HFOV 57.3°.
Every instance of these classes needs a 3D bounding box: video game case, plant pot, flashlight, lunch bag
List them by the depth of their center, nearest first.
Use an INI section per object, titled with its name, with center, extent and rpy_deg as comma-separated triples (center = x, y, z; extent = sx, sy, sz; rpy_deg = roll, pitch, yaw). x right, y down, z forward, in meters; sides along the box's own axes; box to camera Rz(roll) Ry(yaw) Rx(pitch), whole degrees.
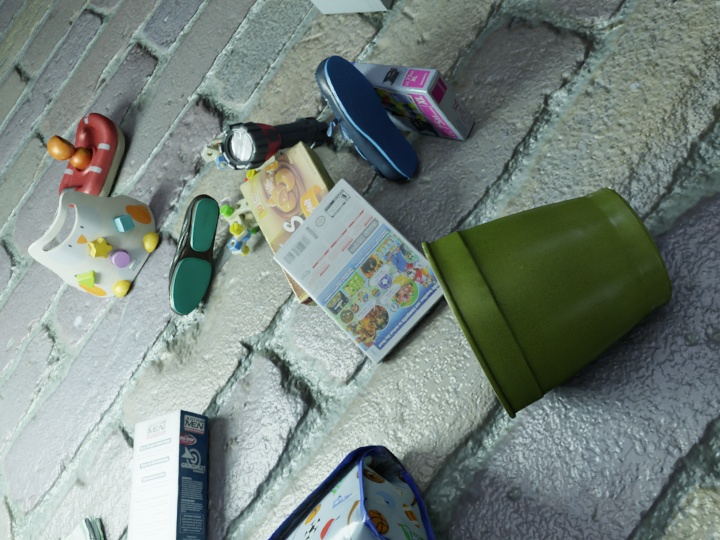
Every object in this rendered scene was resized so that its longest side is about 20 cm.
[plant pot]
center = 0.193, 0.015, 0.669
extent = 0.192, 0.200, 0.201
rpy_deg = -28, 55, 9
[lunch bag]
center = -0.017, 0.290, 0.701
extent = 0.170, 0.124, 0.200
rpy_deg = -49, 8, 8
[video game case]
center = 0.000, 0.000, 0.853
extent = 0.200, 0.018, 0.143
rpy_deg = 45, 100, 13
[flashlight]
center = -0.125, -0.192, 0.976
extent = 0.068, 0.200, 0.068
rpy_deg = 28, 115, 15

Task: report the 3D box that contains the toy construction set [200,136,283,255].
[toy construction set]
center = -0.180, -0.135, 1.060
extent = 0.131, 0.092, 0.201
rpy_deg = -32, 65, 20

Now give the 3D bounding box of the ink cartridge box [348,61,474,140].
[ink cartridge box]
center = 0.048, -0.238, 0.916
extent = 0.200, 0.119, 0.042
rpy_deg = 23, 82, 40

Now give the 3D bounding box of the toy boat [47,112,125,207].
[toy boat]
center = -0.578, -0.235, 1.354
extent = 0.130, 0.131, 0.201
rpy_deg = 1, 71, 35

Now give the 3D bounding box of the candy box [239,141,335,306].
[candy box]
center = -0.073, -0.065, 0.924
extent = 0.115, 0.055, 0.201
rpy_deg = -34, 73, 13

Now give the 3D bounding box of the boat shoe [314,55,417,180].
[boat shoe]
center = -0.004, -0.189, 0.882
extent = 0.068, 0.200, 0.084
rpy_deg = -5, 40, 45

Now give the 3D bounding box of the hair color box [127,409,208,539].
[hair color box]
center = -0.272, 0.310, 0.936
extent = 0.100, 0.060, 0.201
rpy_deg = -21, 59, 27

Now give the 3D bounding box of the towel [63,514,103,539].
[towel]
center = -0.456, 0.494, 1.005
extent = 0.200, 0.031, 0.149
rpy_deg = -45, 50, 11

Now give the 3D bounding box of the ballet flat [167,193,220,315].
[ballet flat]
center = -0.276, -0.026, 1.087
extent = 0.068, 0.068, 0.201
rpy_deg = 9, 83, 56

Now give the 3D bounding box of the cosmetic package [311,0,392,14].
[cosmetic package]
center = 0.014, -0.537, 1.120
extent = 0.150, 0.052, 0.201
rpy_deg = 16, 80, 37

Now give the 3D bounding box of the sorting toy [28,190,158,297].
[sorting toy]
center = -0.478, -0.051, 1.168
extent = 0.107, 0.180, 0.200
rpy_deg = 31, 90, 40
